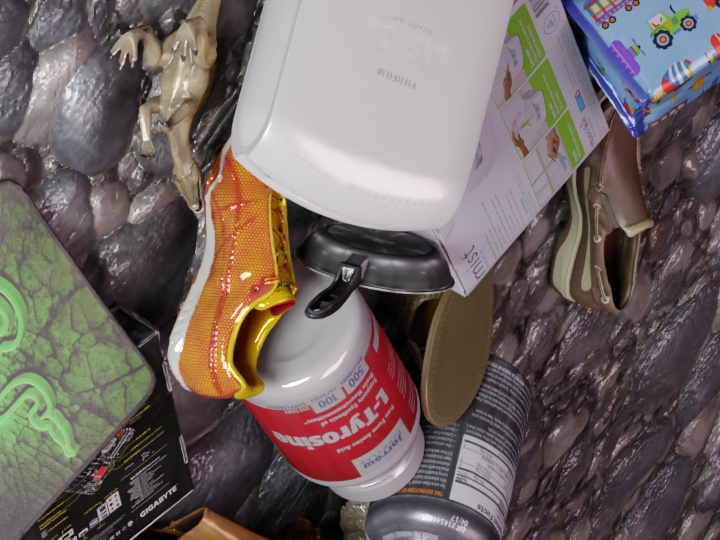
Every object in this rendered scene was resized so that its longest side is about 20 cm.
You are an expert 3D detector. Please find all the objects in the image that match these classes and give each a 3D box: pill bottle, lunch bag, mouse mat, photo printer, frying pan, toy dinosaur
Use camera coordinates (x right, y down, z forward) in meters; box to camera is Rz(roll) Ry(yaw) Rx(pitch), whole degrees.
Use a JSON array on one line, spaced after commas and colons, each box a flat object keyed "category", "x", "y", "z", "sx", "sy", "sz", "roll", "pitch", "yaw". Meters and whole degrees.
[{"category": "pill bottle", "x": -0.022, "y": 0.087, "z": 1.747, "sx": 0.112, "sy": 0.112, "sz": 0.200, "roll": -49, "pitch": 145, "yaw": -13}, {"category": "lunch bag", "x": 0.203, "y": -0.225, "z": 1.731, "sx": 0.150, "sy": 0.200, "sz": 0.094, "roll": -35, "pitch": 168, "yaw": -4}, {"category": "mouse mat", "x": -0.223, "y": 0.062, "z": 1.512, "sx": 0.161, "sy": 0.008, "sz": 0.200, "roll": -48, "pitch": 128, "yaw": -20}, {"category": "photo printer", "x": 0.008, "y": -0.131, "z": 1.560, "sx": 0.166, "sy": 0.069, "sz": 0.201, "roll": 20, "pitch": 80, "yaw": -27}, {"category": "frying pan", "x": -0.012, "y": -0.005, "z": 1.652, "sx": 0.190, "sy": 0.115, "sz": 0.031, "roll": -6, "pitch": 112, "yaw": -51}, {"category": "toy dinosaur", "x": -0.110, "y": -0.138, "z": 1.529, "sx": 0.101, "sy": 0.058, "sz": 0.201, "roll": -6, "pitch": 111, "yaw": -69}, {"category": "pill bottle", "x": 0.064, "y": 0.166, "z": 1.855, "sx": 0.106, "sy": 0.106, "sz": 0.201, "roll": 67, "pitch": 32, "yaw": -51}]

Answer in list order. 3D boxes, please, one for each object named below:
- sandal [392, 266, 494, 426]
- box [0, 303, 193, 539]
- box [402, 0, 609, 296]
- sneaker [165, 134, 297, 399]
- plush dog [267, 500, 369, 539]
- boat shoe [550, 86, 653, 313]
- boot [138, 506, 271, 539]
[{"category": "sandal", "x": 0.060, "y": 0.018, "z": 1.847, "sx": 0.078, "sy": 0.069, "sz": 0.213, "roll": 35, "pitch": 65, "yaw": -50}, {"category": "box", "x": -0.208, "y": 0.141, "z": 1.611, "sx": 0.200, "sy": 0.049, "sz": 0.160, "roll": -38, "pitch": 139, "yaw": -27}, {"category": "box", "x": 0.073, "y": -0.111, "z": 1.728, "sx": 0.177, "sy": 0.097, "sz": 0.200, "roll": -49, "pitch": 145, "yaw": -13}, {"category": "sneaker", "x": -0.070, "y": -0.011, "z": 1.621, "sx": 0.073, "sy": 0.077, "sz": 0.201, "roll": 13, "pitch": 87, "yaw": -65}, {"category": "plush dog", "x": -0.024, "y": 0.280, "z": 1.890, "sx": 0.171, "sy": 0.161, "sz": 0.201, "roll": 3, "pitch": 116, "yaw": -27}, {"category": "boat shoe", "x": 0.211, "y": -0.056, "z": 1.966, "sx": 0.075, "sy": 0.075, "sz": 0.203, "roll": -28, "pitch": 136, "yaw": -37}, {"category": "boot", "x": -0.035, "y": 0.209, "z": 1.726, "sx": 0.200, "sy": 0.188, "sz": 0.069, "roll": 33, "pitch": 61, "yaw": -26}]
